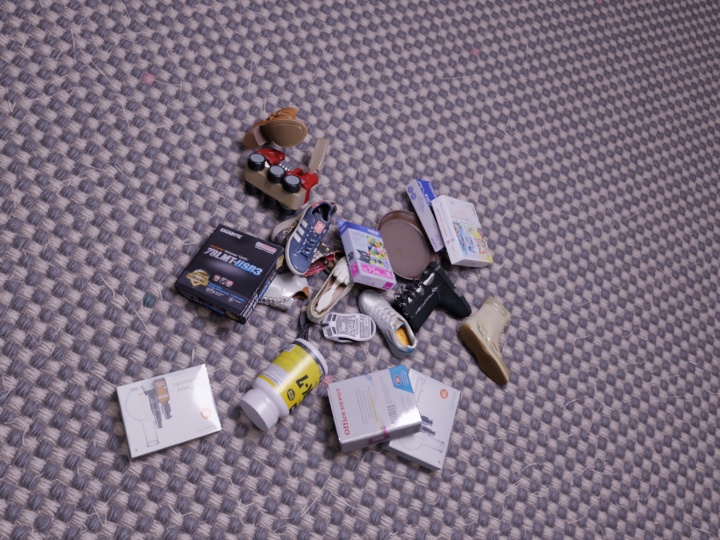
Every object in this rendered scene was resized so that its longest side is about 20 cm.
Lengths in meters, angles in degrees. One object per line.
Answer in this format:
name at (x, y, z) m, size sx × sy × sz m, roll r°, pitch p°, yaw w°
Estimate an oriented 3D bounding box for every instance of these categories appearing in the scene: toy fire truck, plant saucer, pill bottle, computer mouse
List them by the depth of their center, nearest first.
pill bottle at (-0.176, 0.263, 1.569) m, size 0.114 × 0.114 × 0.200 m, roll 46°, pitch 62°, yaw 1°
computer mouse at (-0.059, 0.145, 1.703) m, size 0.195 × 0.044 × 0.112 m, roll 8°, pitch 63°, yaw -13°
toy fire truck at (-0.178, -0.265, 1.753) m, size 0.174 × 0.130 × 0.200 m, roll 31°, pitch 43°, yaw 16°
plant saucer at (0.121, -0.066, 1.846) m, size 0.196 × 0.032 × 0.205 m, roll 13°, pitch 63°, yaw -25°

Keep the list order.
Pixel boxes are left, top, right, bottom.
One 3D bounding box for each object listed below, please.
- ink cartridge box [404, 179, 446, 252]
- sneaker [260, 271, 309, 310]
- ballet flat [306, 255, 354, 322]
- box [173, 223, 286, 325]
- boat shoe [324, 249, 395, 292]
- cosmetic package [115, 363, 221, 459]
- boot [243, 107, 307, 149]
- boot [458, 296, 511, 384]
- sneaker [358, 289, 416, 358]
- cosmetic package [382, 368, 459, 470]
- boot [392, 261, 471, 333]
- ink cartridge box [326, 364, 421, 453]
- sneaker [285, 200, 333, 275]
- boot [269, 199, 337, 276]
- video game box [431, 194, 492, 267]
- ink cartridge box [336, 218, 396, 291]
ink cartridge box at (0.200, -0.151, 1.887) m, size 0.093 × 0.044 × 0.204 m, roll -3°, pitch 66°, yaw -57°
sneaker at (-0.211, 0.060, 1.654) m, size 0.196 × 0.073 × 0.086 m, roll -14°, pitch 74°, yaw -27°
ballet flat at (-0.060, 0.042, 1.668) m, size 0.067 × 0.062 × 0.202 m, roll 34°, pitch 74°, yaw -2°
box at (-0.303, 0.003, 1.605) m, size 0.196 × 0.050 × 0.201 m, roll 21°, pitch 63°, yaw 21°
boat shoe at (0.000, 0.000, 1.760) m, size 0.196 × 0.074 × 0.077 m, roll 15°, pitch 66°, yaw -15°
cosmetic package at (-0.419, 0.306, 1.494) m, size 0.196 × 0.052 × 0.154 m, roll -13°, pitch 78°, yaw -25°
boot at (-0.194, -0.378, 1.758) m, size 0.155 × 0.196 × 0.075 m, roll -54°, pitch 135°, yaw -47°
boot at (0.364, 0.187, 1.837) m, size 0.155 × 0.072 × 0.202 m, roll -40°, pitch 96°, yaw -36°
sneaker at (0.073, 0.126, 1.738) m, size 0.076 × 0.081 × 0.201 m, roll -37°, pitch 86°, yaw -27°
cosmetic package at (0.152, 0.367, 1.689) m, size 0.148 × 0.052 × 0.204 m, roll 25°, pitch 63°, yaw -13°
boot at (0.187, 0.095, 1.798) m, size 0.163 × 0.073 × 0.199 m, roll -46°, pitch 111°, yaw -16°
ink cartridge box at (0.029, 0.324, 1.604) m, size 0.195 × 0.085 × 0.147 m, roll -12°, pitch 62°, yaw -8°
sneaker at (-0.116, -0.085, 1.621) m, size 0.074 × 0.084 × 0.204 m, roll 33°, pitch 54°, yaw -29°
boot at (-0.113, -0.084, 1.722) m, size 0.198 × 0.074 × 0.151 m, roll -29°, pitch 62°, yaw -24°
video game box at (0.281, -0.104, 1.873) m, size 0.198 × 0.046 × 0.186 m, roll 5°, pitch 62°, yaw -56°
ink cartridge box at (0.013, -0.050, 1.717) m, size 0.117 × 0.042 × 0.203 m, roll 15°, pitch 43°, yaw -37°
